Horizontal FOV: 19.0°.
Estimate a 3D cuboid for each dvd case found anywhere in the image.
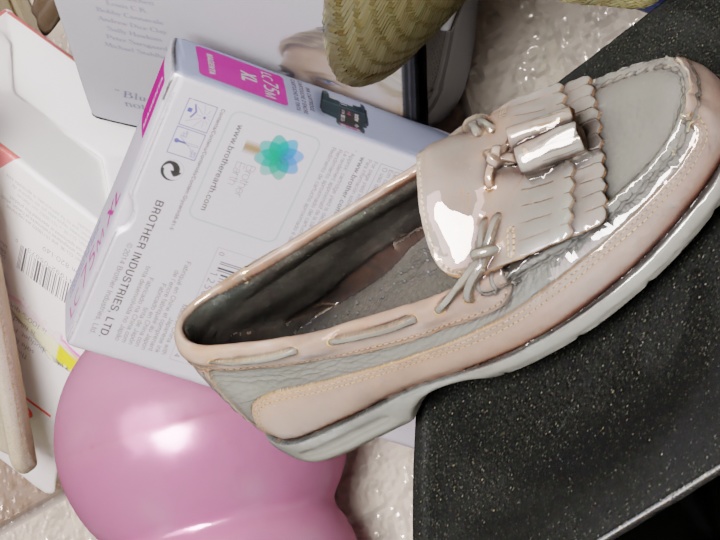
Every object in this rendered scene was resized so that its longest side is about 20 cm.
[{"bbox_3d":[-0.045,-0.093,0.786,0.141,0.200,0.018,13,68,8],"label":"dvd case"}]

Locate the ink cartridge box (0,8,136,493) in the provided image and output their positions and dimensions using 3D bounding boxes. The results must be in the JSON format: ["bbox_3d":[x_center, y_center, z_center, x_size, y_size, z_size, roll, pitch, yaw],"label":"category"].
[{"bbox_3d":[-0.147,-0.002,0.959,0.116,0.067,0.201,36,140,12],"label":"ink cartridge box"}]

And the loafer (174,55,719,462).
[{"bbox_3d":[0.024,-0.005,0.646,0.200,0.063,0.072,-35,37,34],"label":"loafer"}]

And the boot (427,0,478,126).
[{"bbox_3d":[0.006,-0.161,0.884,0.073,0.095,0.202,-1,84,40],"label":"boot"}]

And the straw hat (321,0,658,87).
[{"bbox_3d":[0.072,-0.128,0.671,0.085,0.201,0.202,27,103,14],"label":"straw hat"}]

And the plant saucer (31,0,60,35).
[{"bbox_3d":[-0.085,-0.189,0.925,0.029,0.200,0.200,36,115,-9],"label":"plant saucer"}]

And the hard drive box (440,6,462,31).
[{"bbox_3d":[-0.003,-0.211,0.784,0.077,0.155,0.201,-114,47,-75],"label":"hard drive box"}]

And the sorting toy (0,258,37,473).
[{"bbox_3d":[-0.225,-0.014,0.938,0.199,0.036,0.186,24,134,33],"label":"sorting toy"}]

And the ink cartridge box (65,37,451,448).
[{"bbox_3d":[0.000,0.000,0.818,0.042,0.198,0.120,-99,32,-60],"label":"ink cartridge box"}]

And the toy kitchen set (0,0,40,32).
[{"bbox_3d":[-0.186,-0.163,1.006,0.180,0.162,0.201,-43,59,28],"label":"toy kitchen set"}]

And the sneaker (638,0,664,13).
[{"bbox_3d":[0.150,-0.154,0.721,0.199,0.080,0.116,-12,66,59],"label":"sneaker"}]

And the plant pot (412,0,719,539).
[{"bbox_3d":[0.133,0.023,0.698,0.200,0.199,0.179,-38,48,31],"label":"plant pot"}]

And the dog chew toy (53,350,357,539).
[{"bbox_3d":[-0.054,0.116,0.889,0.124,0.124,0.202,-20,80,37],"label":"dog chew toy"}]
